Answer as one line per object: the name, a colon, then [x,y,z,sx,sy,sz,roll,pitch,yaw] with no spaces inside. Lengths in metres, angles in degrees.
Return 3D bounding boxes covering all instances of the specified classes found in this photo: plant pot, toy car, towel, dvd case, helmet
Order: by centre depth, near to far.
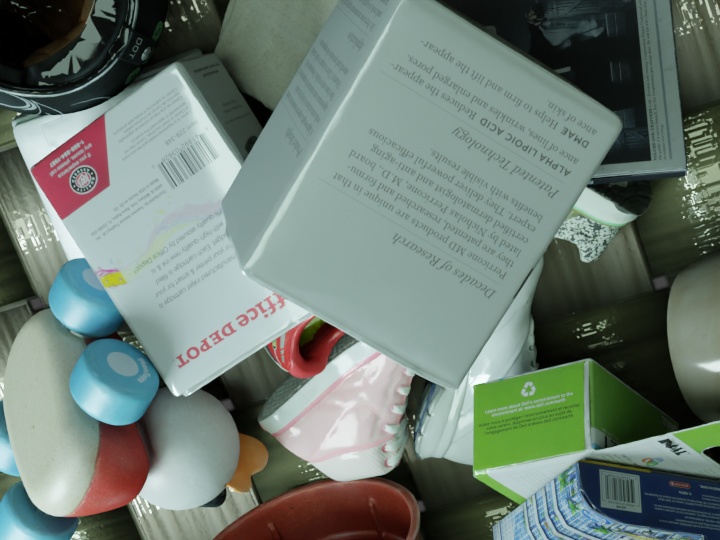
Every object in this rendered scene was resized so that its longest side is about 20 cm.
plant pot: [0.319,0.041,1.238,0.173,0.200,0.201,-10,107,35]
dvd case: [0.125,-0.131,1.242,0.198,0.025,0.152,-5,76,6]
helmet: [-0.238,-0.207,1.264,0.198,0.191,0.202,-2,102,-9]
towel: [-0.024,-0.163,1.265,0.200,0.034,0.133,38,116,35]
toy car: [-0.167,0.119,1.356,0.199,0.177,0.185,13,124,-32]
plant pot: [-0.014,0.302,1.398,0.199,0.201,0.196,-15,113,17]

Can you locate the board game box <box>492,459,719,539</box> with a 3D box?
board game box: [0.208,0.215,1.305,0.199,0.062,0.200,10,150,-16]

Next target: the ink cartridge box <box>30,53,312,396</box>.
ink cartridge box: [-0.119,-0.034,1.266,0.147,0.086,0.201,-31,94,19]

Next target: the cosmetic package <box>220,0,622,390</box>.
cosmetic package: [0.031,-0.066,1.122,0.164,0.165,0.201,29,100,-15]

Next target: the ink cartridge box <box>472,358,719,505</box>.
ink cartridge box: [0.202,0.121,1.276,0.199,0.076,0.148,-17,147,31]

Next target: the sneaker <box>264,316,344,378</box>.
sneaker: [0.000,0.000,1.322,0.200,0.077,0.085,-54,47,20]

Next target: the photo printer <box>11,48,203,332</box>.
photo printer: [-0.160,-0.053,1.363,0.165,0.069,0.201,-18,105,18]

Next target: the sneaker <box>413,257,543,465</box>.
sneaker: [0.105,0.066,1.353,0.086,0.075,0.201,17,119,-5]

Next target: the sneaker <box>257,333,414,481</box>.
sneaker: [0.021,0.089,1.372,0.105,0.075,0.200,45,113,-10]

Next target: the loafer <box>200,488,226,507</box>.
loafer: [-0.200,0.137,1.448,0.198,0.073,0.073,13,90,4]

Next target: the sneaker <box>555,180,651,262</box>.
sneaker: [0.110,-0.064,1.301,0.199,0.077,0.089,27,125,7]
